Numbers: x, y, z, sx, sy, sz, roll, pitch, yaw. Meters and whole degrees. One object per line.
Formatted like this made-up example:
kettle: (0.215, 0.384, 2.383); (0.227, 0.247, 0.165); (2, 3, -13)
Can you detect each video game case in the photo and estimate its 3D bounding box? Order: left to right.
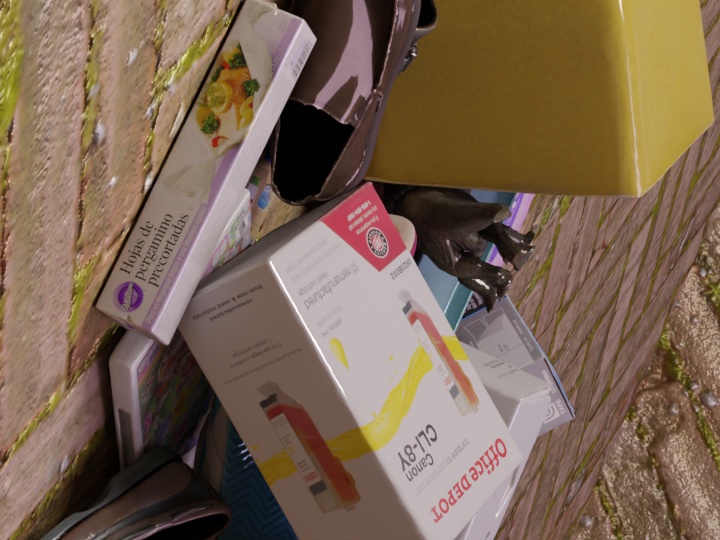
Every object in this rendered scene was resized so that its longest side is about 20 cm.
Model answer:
video game case: (-0.107, 0.056, 1.653); (0.143, 0.018, 0.200); (-58, 165, -30)

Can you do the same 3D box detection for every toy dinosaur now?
toy dinosaur: (0.063, -0.026, 1.803); (0.077, 0.102, 0.200); (-59, 180, 7)

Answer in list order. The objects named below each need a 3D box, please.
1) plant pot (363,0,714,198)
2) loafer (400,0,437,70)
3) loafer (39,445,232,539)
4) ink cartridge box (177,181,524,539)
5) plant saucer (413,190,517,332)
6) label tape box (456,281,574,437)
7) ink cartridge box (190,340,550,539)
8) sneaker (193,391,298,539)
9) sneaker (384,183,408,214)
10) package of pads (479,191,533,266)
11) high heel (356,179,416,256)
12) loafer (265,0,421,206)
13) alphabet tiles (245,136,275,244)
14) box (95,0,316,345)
plant pot: (0.119, -0.175, 1.796); (0.194, 0.195, 0.200); (-41, 133, -61)
loafer: (0.020, -0.167, 1.659); (0.072, 0.063, 0.200); (-54, 161, -37)
loafer: (-0.152, 0.177, 1.572); (0.200, 0.063, 0.072); (-44, 157, -39)
ink cartridge box: (-0.004, 0.069, 1.591); (0.083, 0.200, 0.145); (-25, -172, 31)
plant saucer: (0.056, 0.001, 1.903); (0.070, 0.019, 0.200); (51, 56, -43)
label tape box: (0.040, 0.099, 1.978); (0.063, 0.200, 0.144); (62, 0, -29)
ink cartridge box: (0.006, 0.104, 1.794); (0.146, 0.200, 0.084); (-69, 165, 10)
sneaker: (-0.065, 0.085, 1.685); (0.081, 0.076, 0.200); (7, -98, 67)
sneaker: (0.006, 0.035, 1.905); (0.091, 0.066, 0.200); (-121, -130, -66)
package of pads: (0.074, -0.052, 2.055); (0.200, 0.076, 0.121); (2, 109, -75)
high heel: (0.000, 0.000, 1.780); (0.200, 0.067, 0.096); (-83, 180, -63)
loafer: (-0.013, -0.118, 1.596); (0.071, 0.073, 0.200); (-56, 158, -54)
alphabet tiles: (-0.084, -0.037, 1.636); (0.200, 0.006, 0.166); (-66, 166, 0)
box: (-0.086, -0.057, 1.525); (0.200, 0.039, 0.041); (-65, 164, -6)
